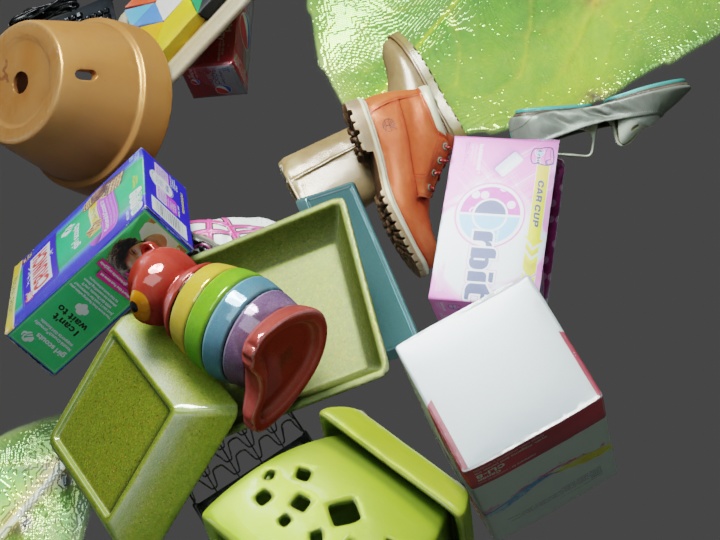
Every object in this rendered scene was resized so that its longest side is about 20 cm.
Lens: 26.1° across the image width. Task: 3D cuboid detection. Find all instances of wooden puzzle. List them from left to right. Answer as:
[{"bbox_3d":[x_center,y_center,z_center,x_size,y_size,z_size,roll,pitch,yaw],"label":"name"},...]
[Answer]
[{"bbox_3d":[-0.209,-0.303,1.784,0.200,0.037,0.186,-48,41,19],"label":"wooden puzzle"}]

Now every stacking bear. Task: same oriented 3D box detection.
[{"bbox_3d":[-0.141,0.043,1.475,0.199,0.122,0.114,28,46,27],"label":"stacking bear"}]

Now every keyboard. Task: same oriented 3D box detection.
[{"bbox_3d":[-0.391,-0.282,1.874,0.199,0.040,0.105,-22,59,6],"label":"keyboard"}]

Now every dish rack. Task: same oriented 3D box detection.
[{"bbox_3d":[-0.137,0.164,1.581,0.153,0.055,0.200,-33,61,-6],"label":"dish rack"}]

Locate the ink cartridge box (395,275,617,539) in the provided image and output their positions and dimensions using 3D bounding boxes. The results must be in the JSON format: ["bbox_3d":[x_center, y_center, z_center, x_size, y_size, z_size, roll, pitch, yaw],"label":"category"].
[{"bbox_3d":[0.141,0.134,1.456,0.144,0.200,0.146,-29,59,-2],"label":"ink cartridge box"}]

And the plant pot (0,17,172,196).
[{"bbox_3d":[-0.326,-0.191,1.718,0.199,0.140,0.202,-6,79,35],"label":"plant pot"}]

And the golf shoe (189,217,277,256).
[{"bbox_3d":[-0.137,-0.021,1.682,0.198,0.073,0.092,10,32,23],"label":"golf shoe"}]

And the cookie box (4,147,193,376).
[{"bbox_3d":[-0.272,-0.011,1.615,0.200,0.075,0.171,-42,24,10],"label":"cookie box"}]

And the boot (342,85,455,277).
[{"bbox_3d":[0.061,-0.097,1.643,0.106,0.075,0.202,-18,89,-9],"label":"boot"}]

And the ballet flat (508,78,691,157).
[{"bbox_3d":[0.260,-0.157,1.676,0.198,0.067,0.064,-10,88,7],"label":"ballet flat"}]

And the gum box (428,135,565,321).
[{"bbox_3d":[0.145,-0.045,1.619,0.113,0.066,0.202,4,68,15],"label":"gum box"}]

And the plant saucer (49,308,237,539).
[{"bbox_3d":[-0.230,0.155,1.534,0.200,0.048,0.201,45,109,41],"label":"plant saucer"}]

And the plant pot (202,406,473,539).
[{"bbox_3d":[-0.004,0.257,1.427,0.199,0.200,0.182,33,66,26],"label":"plant pot"}]

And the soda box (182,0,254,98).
[{"bbox_3d":[-0.167,-0.304,1.835,0.069,0.064,0.201,-4,61,10],"label":"soda box"}]

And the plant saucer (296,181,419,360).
[{"bbox_3d":[0.000,0.000,1.627,0.069,0.019,0.201,-18,71,-16],"label":"plant saucer"}]

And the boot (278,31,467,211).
[{"bbox_3d":[-0.002,-0.156,1.718,0.199,0.066,0.176,-28,62,-3],"label":"boot"}]

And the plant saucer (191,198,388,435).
[{"bbox_3d":[-0.077,0.055,1.546,0.198,0.048,0.201,-21,62,12],"label":"plant saucer"}]
